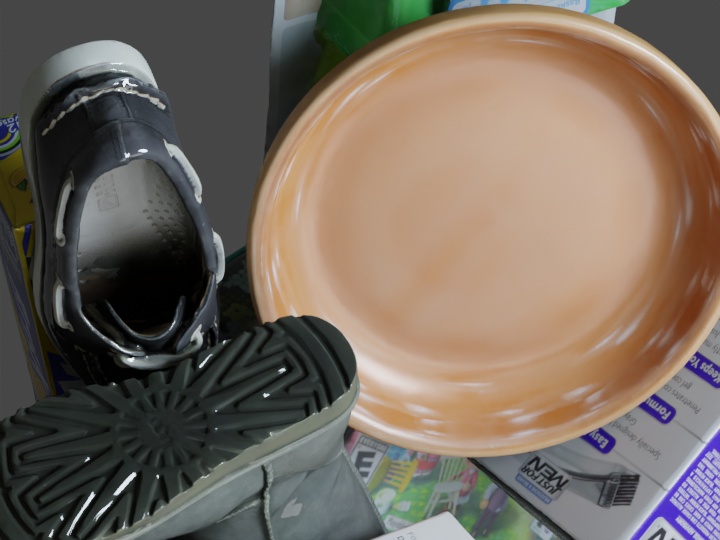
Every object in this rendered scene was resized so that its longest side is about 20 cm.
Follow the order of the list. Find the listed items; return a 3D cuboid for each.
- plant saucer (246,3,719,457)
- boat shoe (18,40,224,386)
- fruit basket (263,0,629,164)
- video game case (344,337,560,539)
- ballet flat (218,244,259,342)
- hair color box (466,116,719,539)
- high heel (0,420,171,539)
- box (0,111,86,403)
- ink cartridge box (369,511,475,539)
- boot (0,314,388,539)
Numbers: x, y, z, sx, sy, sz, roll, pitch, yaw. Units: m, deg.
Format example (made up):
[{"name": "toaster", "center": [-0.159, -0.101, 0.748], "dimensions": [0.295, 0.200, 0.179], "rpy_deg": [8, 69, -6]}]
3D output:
[{"name": "plant saucer", "center": [0.052, -0.018, 1.076], "dimensions": [0.199, 0.038, 0.201], "rpy_deg": [-3, 121, -5]}, {"name": "boat shoe", "center": [-0.084, 0.002, 1.030], "dimensions": [0.074, 0.060, 0.200], "rpy_deg": [-16, 139, -13]}, {"name": "fruit basket", "center": [0.041, -0.086, 1.134], "dimensions": [0.185, 0.094, 0.201], "rpy_deg": [-20, 131, -28]}, {"name": "video game case", "center": [0.081, 0.051, 1.196], "dimensions": [0.200, 0.022, 0.183], "rpy_deg": [24, 98, -43]}, {"name": "ballet flat", "center": [0.000, 0.000, 1.233], "dimensions": [0.200, 0.071, 0.069], "rpy_deg": [-34, 148, -10]}, {"name": "hair color box", "center": [0.146, 0.035, 1.146], "dimensions": [0.200, 0.109, 0.065], "rpy_deg": [-49, 134, -4]}, {"name": "high heel", "center": [-0.116, 0.118, 1.118], "dimensions": [0.199, 0.067, 0.097], "rpy_deg": [8, 105, -39]}, {"name": "box", "center": [-0.108, 0.017, 1.134], "dimensions": [0.070, 0.064, 0.200], "rpy_deg": [-18, 141, -11]}, {"name": "ink cartridge box", "center": [-0.031, 0.196, 1.057], "dimensions": [0.199, 0.084, 0.147], "rpy_deg": [-16, 136, -36]}, {"name": "boot", "center": [-0.066, 0.118, 1.081], "dimensions": [0.181, 0.073, 0.200], "rpy_deg": [-18, 146, -11]}]
